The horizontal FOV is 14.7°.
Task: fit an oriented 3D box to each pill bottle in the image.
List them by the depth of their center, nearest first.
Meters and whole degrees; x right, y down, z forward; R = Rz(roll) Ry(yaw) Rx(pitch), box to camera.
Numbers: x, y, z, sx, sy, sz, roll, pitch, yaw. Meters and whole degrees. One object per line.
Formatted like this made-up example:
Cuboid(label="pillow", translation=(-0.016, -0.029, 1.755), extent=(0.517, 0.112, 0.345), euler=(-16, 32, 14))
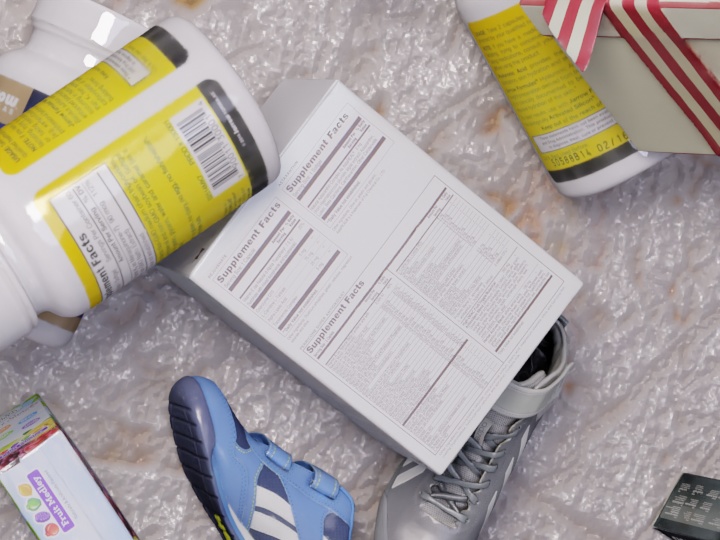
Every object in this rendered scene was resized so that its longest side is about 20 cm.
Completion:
Cuboid(label="pill bottle", translation=(-0.155, -0.046, 1.588), extent=(0.200, 0.114, 0.115), euler=(-35, 102, -12))
Cuboid(label="pill bottle", translation=(-0.190, -0.064, 1.696), extent=(0.115, 0.116, 0.201), euler=(25, 88, -15))
Cuboid(label="pill bottle", translation=(0.128, -0.156, 1.769), extent=(0.111, 0.111, 0.200), euler=(-32, 102, -9))

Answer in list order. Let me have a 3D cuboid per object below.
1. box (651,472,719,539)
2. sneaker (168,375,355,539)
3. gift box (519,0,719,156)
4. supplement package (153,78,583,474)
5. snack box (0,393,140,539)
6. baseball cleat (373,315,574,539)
Cuboid(label="box", translation=(0.296, 0.195, 1.794), extent=(0.159, 0.200, 0.046), euler=(33, 82, -15))
Cuboid(label="sneaker", translation=(-0.055, 0.143, 1.772), extent=(0.082, 0.074, 0.200), euler=(-32, 109, -11))
Cuboid(label="gift box", translation=(0.215, -0.169, 1.625), extent=(0.187, 0.184, 0.201), euler=(48, 52, -44))
Cuboid(label="supplement package", translation=(0.000, 0.000, 1.729), extent=(0.200, 0.152, 0.151), euler=(38, 85, -14))
Cuboid(label="snack box", translation=(-0.157, 0.180, 1.710), extent=(0.053, 0.142, 0.200), euler=(-33, 102, -8))
Cuboid(label="baseball cleat", translation=(0.070, 0.109, 1.767), extent=(0.070, 0.107, 0.200), euler=(28, 70, 5))
